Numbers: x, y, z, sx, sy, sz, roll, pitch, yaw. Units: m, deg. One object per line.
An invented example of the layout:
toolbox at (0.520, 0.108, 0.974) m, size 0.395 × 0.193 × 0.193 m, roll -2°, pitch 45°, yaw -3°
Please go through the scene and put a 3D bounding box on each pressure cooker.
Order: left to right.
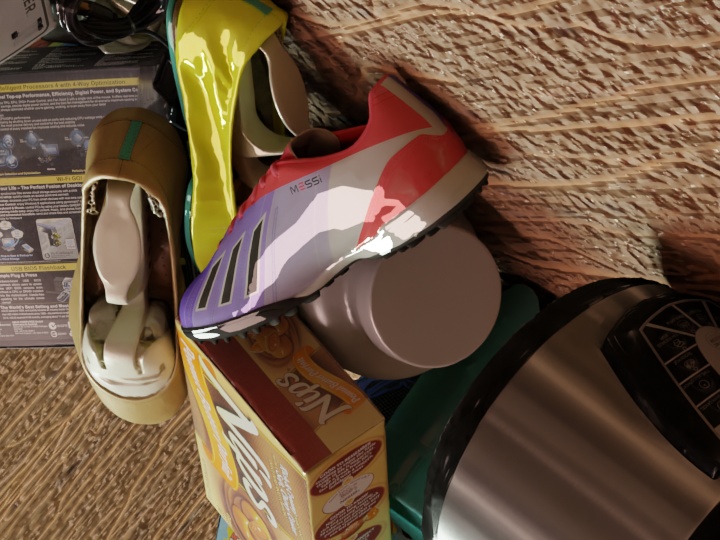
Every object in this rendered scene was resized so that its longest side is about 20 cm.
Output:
pressure cooker at (0.150, 0.118, 1.263) m, size 0.200 × 0.176 × 0.179 m, roll 38°, pitch 176°, yaw 32°

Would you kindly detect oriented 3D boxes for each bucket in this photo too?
bucket at (0.104, 0.116, 1.571) m, size 0.207 × 0.135 × 0.207 m, roll 39°, pitch 173°, yaw 6°

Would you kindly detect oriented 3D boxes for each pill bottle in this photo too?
pill bottle at (0.000, 0.000, 1.516) m, size 0.104 × 0.104 × 0.200 m, roll 43°, pitch 171°, yaw -21°

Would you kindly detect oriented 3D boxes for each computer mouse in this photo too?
computer mouse at (-0.100, -0.114, 1.430) m, size 0.034 × 0.059 × 0.200 m, roll 43°, pitch -175°, yaw 26°

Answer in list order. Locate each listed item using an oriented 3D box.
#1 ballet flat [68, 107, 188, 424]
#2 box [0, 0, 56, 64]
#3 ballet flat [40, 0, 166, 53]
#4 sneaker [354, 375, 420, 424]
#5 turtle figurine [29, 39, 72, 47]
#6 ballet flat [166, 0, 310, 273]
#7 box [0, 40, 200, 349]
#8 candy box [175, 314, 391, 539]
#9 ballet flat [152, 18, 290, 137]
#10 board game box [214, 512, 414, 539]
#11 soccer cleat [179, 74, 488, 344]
ballet flat at (-0.123, 0.012, 1.480) m, size 0.068 × 0.063 × 0.200 m, roll 5°, pitch 125°, yaw 7°
box at (-0.236, -0.201, 1.423) m, size 0.200 × 0.060 × 0.117 m, roll 49°, pitch 164°, yaw 21°
ballet flat at (-0.132, -0.145, 1.468) m, size 0.068 × 0.068 × 0.200 m, roll 31°, pitch 172°, yaw -3°
sneaker at (0.076, 0.098, 1.715) m, size 0.200 × 0.076 × 0.078 m, roll 10°, pitch 172°, yaw -29°
turtle figurine at (-0.234, -0.132, 1.690) m, size 0.194 × 0.200 × 0.144 m, roll -149°, pitch 38°, yaw -73°
ballet flat at (-0.054, -0.060, 1.429) m, size 0.067 × 0.067 × 0.200 m, roll 17°, pitch 137°, yaw 22°
box at (-0.178, -0.038, 1.547) m, size 0.199 × 0.049 × 0.162 m, roll -2°, pitch 113°, yaw 19°
candy box at (-0.038, 0.101, 1.525) m, size 0.115 × 0.055 × 0.200 m, roll 48°, pitch 160°, yaw 26°
ballet flat at (-0.075, -0.068, 1.620) m, size 0.200 × 0.072 × 0.072 m, roll 43°, pitch 170°, yaw -30°
board game box at (0.013, 0.181, 1.720) m, size 0.103 × 0.105 × 0.200 m, roll 12°, pitch -178°, yaw 39°
soccer cleat at (-0.027, -0.027, 1.385) m, size 0.200 × 0.068 × 0.073 m, roll -29°, pitch 102°, yaw 41°
